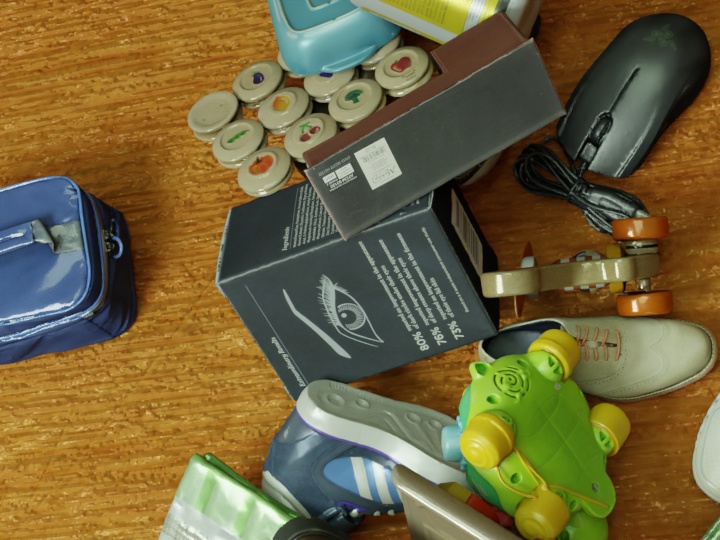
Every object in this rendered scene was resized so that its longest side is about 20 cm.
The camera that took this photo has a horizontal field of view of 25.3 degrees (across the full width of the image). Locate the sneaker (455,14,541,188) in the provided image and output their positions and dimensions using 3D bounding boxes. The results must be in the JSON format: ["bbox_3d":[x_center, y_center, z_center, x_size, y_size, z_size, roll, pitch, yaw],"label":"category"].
[{"bbox_3d":[0.097,-0.171,1.411,0.080,0.075,0.202,14,82,19],"label":"sneaker"}]

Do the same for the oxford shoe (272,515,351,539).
[{"bbox_3d":[0.021,0.266,1.278,0.073,0.199,0.084,-62,31,9],"label":"oxford shoe"}]

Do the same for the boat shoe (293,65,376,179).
[{"bbox_3d":[-0.010,-0.154,1.447,0.071,0.065,0.202,-3,58,26],"label":"boat shoe"}]

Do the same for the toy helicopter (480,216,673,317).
[{"bbox_3d":[0.157,0.002,1.294,0.131,0.199,0.080,-2,93,41],"label":"toy helicopter"}]

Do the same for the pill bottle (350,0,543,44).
[{"bbox_3d":[0.054,-0.256,1.332,0.198,0.112,0.113,25,85,8],"label":"pill bottle"}]

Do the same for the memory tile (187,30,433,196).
[{"bbox_3d":[-0.047,-0.156,1.402,0.199,0.017,0.153,-36,45,-6],"label":"memory tile"}]

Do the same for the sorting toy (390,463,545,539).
[{"bbox_3d":[0.114,0.225,1.248,0.184,0.200,0.037,30,73,21],"label":"sorting toy"}]

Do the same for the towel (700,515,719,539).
[{"bbox_3d":[0.350,0.223,1.253,0.149,0.031,0.200,40,88,1],"label":"towel"}]

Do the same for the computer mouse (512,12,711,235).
[{"bbox_3d":[0.229,-0.138,1.374,0.138,0.053,0.201,31,88,22],"label":"computer mouse"}]

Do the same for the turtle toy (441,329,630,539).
[{"bbox_3d":[0.140,0.154,1.279,0.101,0.146,0.201,-21,108,50],"label":"turtle toy"}]

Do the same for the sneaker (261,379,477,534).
[{"bbox_3d":[0.013,0.188,1.364,0.198,0.081,0.147,22,117,-6],"label":"sneaker"}]

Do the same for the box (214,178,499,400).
[{"bbox_3d":[0.000,0.000,1.338,0.198,0.149,0.105,-18,36,17],"label":"box"}]

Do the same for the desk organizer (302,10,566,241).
[{"bbox_3d":[0.051,-0.116,1.251,0.199,0.072,0.077,-30,31,3],"label":"desk organizer"}]

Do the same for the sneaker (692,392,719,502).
[{"bbox_3d":[0.330,0.094,1.276,0.075,0.081,0.201,34,90,19],"label":"sneaker"}]

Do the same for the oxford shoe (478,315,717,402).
[{"bbox_3d":[0.194,0.071,1.324,0.198,0.074,0.072,-7,75,15],"label":"oxford shoe"}]

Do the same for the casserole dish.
[{"bbox_3d":[-0.030,-0.256,1.444,0.120,0.039,0.201,-22,44,7],"label":"casserole dish"}]

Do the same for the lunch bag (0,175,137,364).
[{"bbox_3d":[-0.303,0.000,1.462,0.198,0.132,0.137,-15,73,14],"label":"lunch bag"}]

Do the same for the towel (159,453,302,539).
[{"bbox_3d":[-0.114,0.273,1.356,0.148,0.031,0.202,30,108,19],"label":"towel"}]
